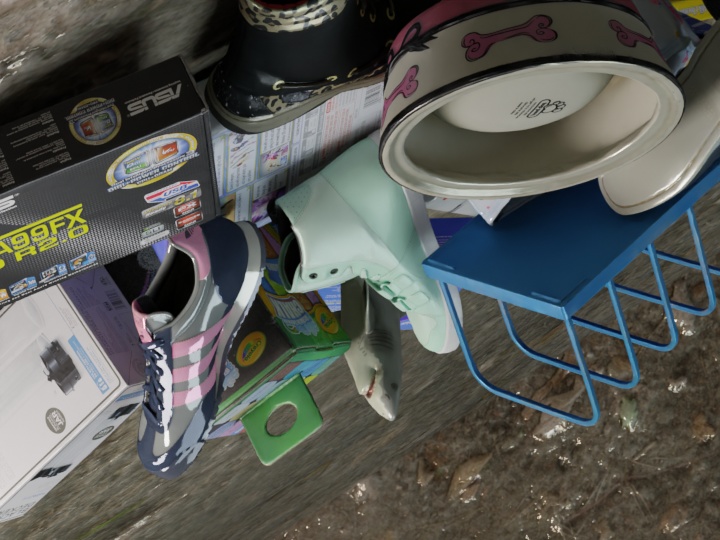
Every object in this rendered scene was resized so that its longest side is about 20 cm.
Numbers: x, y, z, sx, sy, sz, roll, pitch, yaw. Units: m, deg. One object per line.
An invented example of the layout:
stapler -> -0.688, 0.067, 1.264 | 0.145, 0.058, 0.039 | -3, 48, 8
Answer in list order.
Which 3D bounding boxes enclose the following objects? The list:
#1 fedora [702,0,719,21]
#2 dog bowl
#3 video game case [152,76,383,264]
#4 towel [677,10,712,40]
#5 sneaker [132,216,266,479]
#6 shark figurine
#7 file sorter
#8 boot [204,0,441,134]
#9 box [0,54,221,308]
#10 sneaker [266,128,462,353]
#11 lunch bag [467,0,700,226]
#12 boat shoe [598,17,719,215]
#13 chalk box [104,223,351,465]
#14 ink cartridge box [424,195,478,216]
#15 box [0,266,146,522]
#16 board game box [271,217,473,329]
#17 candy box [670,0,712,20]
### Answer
fedora -> 0.251, -0.274, 1.562 | 0.090, 0.177, 0.200 | 4, 146, -23
dog bowl -> 0.104, -0.119, 1.408 | 0.199, 0.074, 0.200 | -8, 158, -3
video game case -> -0.068, -0.091, 1.542 | 0.181, 0.046, 0.200 | -27, 162, -15
towel -> 0.218, -0.198, 1.652 | 0.145, 0.200, 0.024 | -10, 123, -63
sneaker -> -0.137, 0.053, 1.552 | 0.082, 0.070, 0.201 | 7, 106, -40
shark figurine -> 0.026, -0.003, 1.733 | 0.089, 0.215, 0.128 | -3, -163, -24
file sorter -> 0.174, 0.000, 1.595 | 0.200, 0.123, 0.139 | -39, -144, -28
boot -> -0.004, -0.177, 1.388 | 0.203, 0.074, 0.154 | -32, 165, -20
box -> -0.188, -0.045, 1.352 | 0.199, 0.044, 0.160 | -23, 161, -10
sneaker -> 0.000, 0.000, 1.606 | 0.118, 0.074, 0.201 | -29, 127, -9
lunch bag -> 0.118, -0.156, 1.558 | 0.200, 0.170, 0.127 | -41, 168, 13
boat shoe -> 0.233, -0.110, 1.484 | 0.062, 0.075, 0.200 | -15, 149, -41
chalk box -> -0.099, 0.052, 1.688 | 0.125, 0.200, 0.124 | -37, 169, 17
ink cartridge box -> 0.113, -0.122, 1.875 | 0.145, 0.084, 0.200 | -38, 167, 14
box -> -0.247, 0.094, 1.655 | 0.200, 0.117, 0.060 | -41, 166, 29
board game box -> -0.008, 0.007, 1.941 | 0.199, 0.045, 0.135 | -2, 152, -23
candy box -> 0.215, -0.213, 1.812 | 0.102, 0.027, 0.200 | 8, -165, 34
